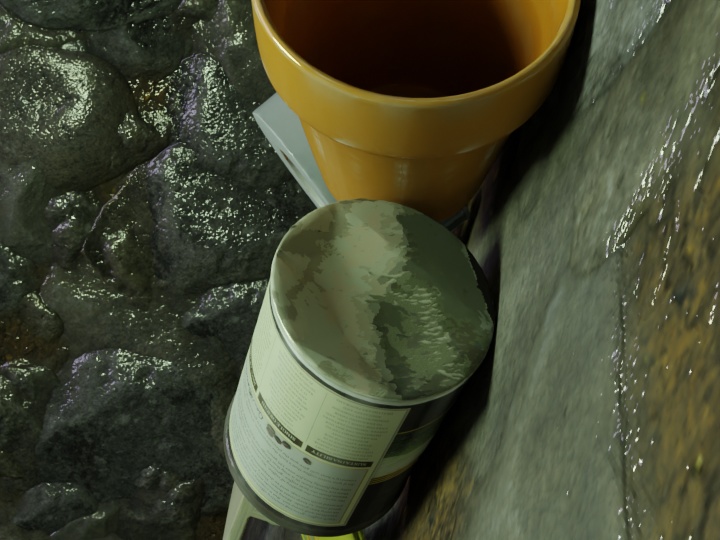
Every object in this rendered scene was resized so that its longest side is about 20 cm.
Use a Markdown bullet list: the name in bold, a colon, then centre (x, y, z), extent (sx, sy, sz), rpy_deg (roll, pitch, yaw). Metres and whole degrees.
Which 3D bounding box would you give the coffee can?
- **coffee can**: centre (-0.008, 0.072, 0.740), extent (0.201, 0.144, 0.148), rpy_deg (113, 171, -52)

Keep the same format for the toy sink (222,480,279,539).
- **toy sink**: centre (-0.046, 0.174, 1.039), extent (0.131, 0.110, 0.203), rpy_deg (-89, 20, -68)

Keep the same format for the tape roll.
- **tape roll**: centre (-0.027, -0.102, 1.127), extent (0.066, 0.201, 0.200), rpy_deg (-38, 5, -3)

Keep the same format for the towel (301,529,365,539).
- **towel**: centre (-0.016, 0.235, 0.889), extent (0.200, 0.018, 0.087), rpy_deg (121, 131, -67)

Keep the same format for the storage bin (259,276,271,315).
- **storage bin**: centre (-0.061, 0.098, 1.272), extent (0.146, 0.132, 0.204), rpy_deg (120, 163, -69)

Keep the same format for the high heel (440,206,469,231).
- **high heel**: centre (-0.026, -0.062, 0.862), extent (0.142, 0.200, 0.072), rpy_deg (-39, -31, -9)

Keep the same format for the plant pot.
- **plant pot**: centre (0.031, -0.130, 0.718), extent (0.184, 0.196, 0.203), rpy_deg (92, -171, -60)
